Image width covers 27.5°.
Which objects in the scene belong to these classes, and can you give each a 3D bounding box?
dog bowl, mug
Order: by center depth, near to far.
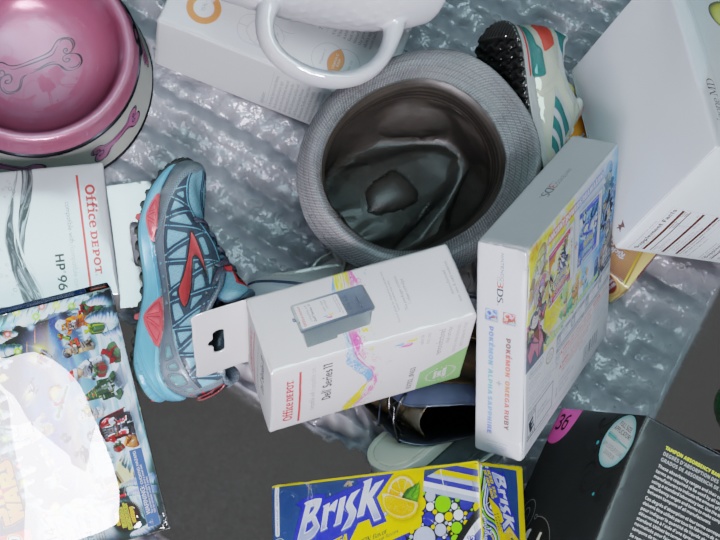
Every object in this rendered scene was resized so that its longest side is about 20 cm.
[{"bbox_3d":[-0.019,-0.239,1.156,0.175,0.148,0.200,14,74,-14],"label":"mug"},{"bbox_3d":[-0.273,-0.174,1.235,0.200,0.074,0.201,2,74,-9],"label":"dog bowl"}]

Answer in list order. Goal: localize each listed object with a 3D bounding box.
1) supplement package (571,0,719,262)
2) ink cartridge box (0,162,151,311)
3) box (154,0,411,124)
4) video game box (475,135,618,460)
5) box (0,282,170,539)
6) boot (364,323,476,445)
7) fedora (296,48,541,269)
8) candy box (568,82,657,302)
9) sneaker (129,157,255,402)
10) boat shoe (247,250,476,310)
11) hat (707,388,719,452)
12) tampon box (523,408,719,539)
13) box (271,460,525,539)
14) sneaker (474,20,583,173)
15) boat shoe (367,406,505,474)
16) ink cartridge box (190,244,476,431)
[{"bbox_3d":[0.314,-0.122,1.234,0.200,0.147,0.192,7,56,-24],"label":"supplement package"},{"bbox_3d":[-0.261,-0.020,1.198,0.200,0.068,0.116,-7,78,-12],"label":"ink cartridge box"},{"bbox_3d":[-0.062,-0.211,1.268,0.200,0.097,0.125,22,73,-4],"label":"box"},{"bbox_3d":[0.145,0.017,1.139,0.047,0.183,0.200,15,33,23],"label":"video game box"},{"bbox_3d":[-0.238,0.122,1.145,0.137,0.040,0.200,-15,99,-12],"label":"box"},{"bbox_3d":[0.019,0.090,1.185,0.200,0.075,0.097,-4,36,-7],"label":"boot"},{"bbox_3d":[0.040,-0.075,1.191,0.200,0.090,0.177,-41,86,-17],"label":"fedora"},{"bbox_3d":[0.186,-0.082,1.296,0.200,0.055,0.115,41,73,2],"label":"candy box"},{"bbox_3d":[-0.126,0.007,1.197,0.095,0.079,0.200,-1,83,20],"label":"sneaker"},{"bbox_3d":[0.002,-0.001,1.235,0.202,0.075,0.086,1,75,-12],"label":"boat shoe"},{"bbox_3d":[0.326,0.127,1.285,0.200,0.176,0.166,31,65,-40],"label":"hat"},{"bbox_3d":[0.190,0.219,1.096,0.126,0.150,0.200,28,79,-14],"label":"tampon box"},{"bbox_3d":[0.026,0.191,1.129,0.064,0.200,0.070,17,67,-51],"label":"box"},{"bbox_3d":[0.155,-0.110,1.232,0.093,0.070,0.200,-8,91,-38],"label":"sneaker"},{"bbox_3d":[0.095,0.133,1.233,0.200,0.073,0.062,-29,125,-22],"label":"boat shoe"},{"bbox_3d":[-0.022,0.058,1.107,0.200,0.117,0.067,-15,64,-11],"label":"ink cartridge box"}]
